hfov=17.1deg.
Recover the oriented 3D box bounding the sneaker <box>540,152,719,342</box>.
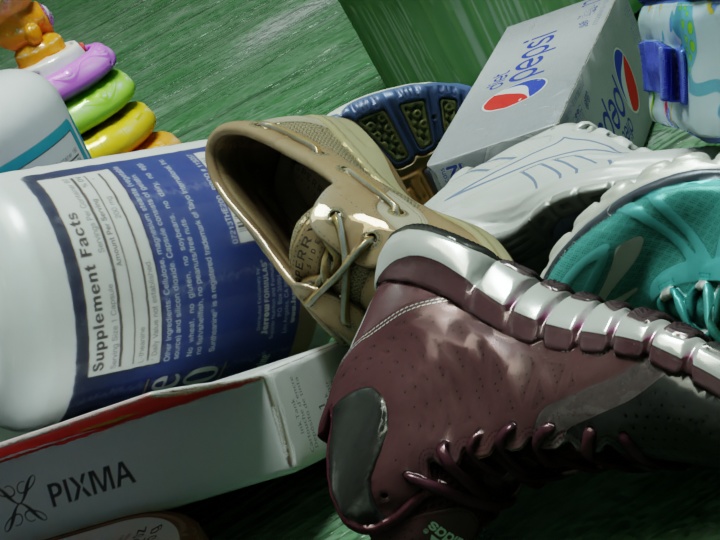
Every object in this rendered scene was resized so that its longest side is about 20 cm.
[{"bbox_3d":[0.145,0.002,0.845,0.199,0.078,0.080,-15,29,34],"label":"sneaker"}]

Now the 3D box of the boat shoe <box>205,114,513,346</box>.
[{"bbox_3d":[0.000,0.000,0.944,0.064,0.072,0.200,5,25,-34],"label":"boat shoe"}]

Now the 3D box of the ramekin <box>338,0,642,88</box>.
[{"bbox_3d":[0.082,-0.180,1.445,0.199,0.098,0.200,-23,16,7],"label":"ramekin"}]

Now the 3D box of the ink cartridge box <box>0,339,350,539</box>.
[{"bbox_3d":[-0.114,0.082,0.935,0.199,0.045,0.176,-19,-2,24],"label":"ink cartridge box"}]

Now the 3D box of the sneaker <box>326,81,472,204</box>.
[{"bbox_3d":[-0.025,-0.043,1.225,0.199,0.076,0.088,-27,16,-5],"label":"sneaker"}]

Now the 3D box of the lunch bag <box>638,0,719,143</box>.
[{"bbox_3d":[0.190,-0.093,0.942,0.159,0.083,0.200,-7,6,1],"label":"lunch bag"}]

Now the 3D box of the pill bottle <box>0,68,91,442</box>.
[{"bbox_3d":[-0.171,-0.018,1.140,0.110,0.201,0.111,-23,16,7],"label":"pill bottle"}]

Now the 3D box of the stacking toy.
[{"bbox_3d":[-0.160,-0.085,1.329,0.109,0.201,0.116,-26,15,-2],"label":"stacking toy"}]

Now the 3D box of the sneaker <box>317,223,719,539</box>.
[{"bbox_3d":[0.062,0.066,0.803,0.199,0.076,0.116,22,79,46],"label":"sneaker"}]

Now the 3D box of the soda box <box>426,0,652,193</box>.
[{"bbox_3d":[0.092,-0.068,1.146,0.068,0.064,0.200,-18,18,21],"label":"soda box"}]

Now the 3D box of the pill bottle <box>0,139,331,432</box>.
[{"bbox_3d":[-0.118,0.008,1.043,0.199,0.112,0.111,-11,8,-30],"label":"pill bottle"}]

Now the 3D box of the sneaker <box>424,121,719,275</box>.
[{"bbox_3d":[0.090,-0.028,0.975,0.199,0.075,0.087,-9,41,40],"label":"sneaker"}]

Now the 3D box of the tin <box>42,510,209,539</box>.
[{"bbox_3d":[-0.137,0.142,0.894,0.199,0.042,0.112,-19,13,24],"label":"tin"}]
